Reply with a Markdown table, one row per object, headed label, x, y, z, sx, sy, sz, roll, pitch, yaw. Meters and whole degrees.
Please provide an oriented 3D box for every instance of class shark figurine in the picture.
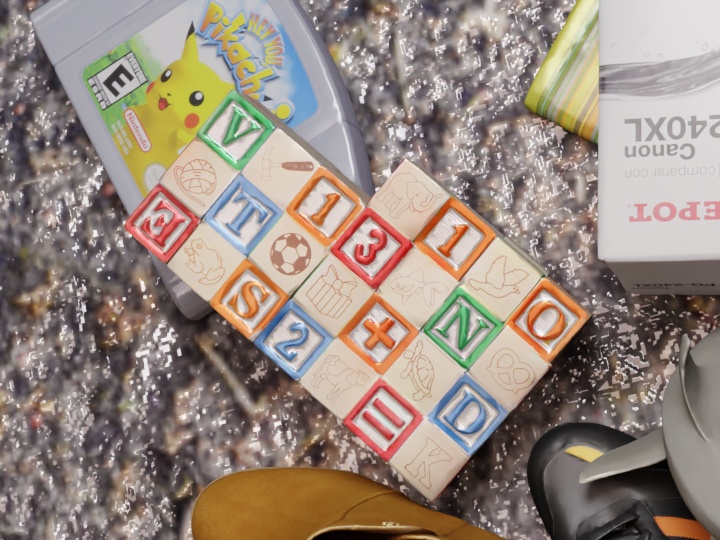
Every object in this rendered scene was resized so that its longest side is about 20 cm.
| label | x | y | z | sx | sy | sz | roll | pitch | yaw |
| --- | --- | --- | --- | --- | --- | --- | --- | --- | --- |
| shark figurine | 0.160 | 0.071 | 0.732 | 0.128 | 0.090 | 0.215 | -19 | 30 | -2 |

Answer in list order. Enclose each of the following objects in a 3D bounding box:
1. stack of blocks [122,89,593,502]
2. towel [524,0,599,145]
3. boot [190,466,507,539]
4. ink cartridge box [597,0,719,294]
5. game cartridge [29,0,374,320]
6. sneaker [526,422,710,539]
| label | x | y | z | sx | sy | sz | roll | pitch | yaw |
| --- | --- | --- | --- | --- | --- | --- | --- | --- | --- |
| stack of blocks | 0.000 | 0.000 | 0.848 | 0.200 | 0.059 | 0.115 | 40 | 96 | 7 |
| towel | 0.183 | -0.073 | 0.855 | 0.200 | 0.018 | 0.086 | 31 | 92 | 20 |
| boot | -0.008 | 0.126 | 0.803 | 0.201 | 0.144 | 0.071 | 12 | 82 | 19 |
| ink cartridge box | 0.185 | -0.094 | 0.803 | 0.145 | 0.083 | 0.201 | -2 | 81 | 17 |
| game cartridge | -0.079 | -0.091 | 0.927 | 0.133 | 0.040 | 0.200 | -31 | 72 | 5 |
| sneaker | 0.142 | 0.145 | 0.782 | 0.070 | 0.090 | 0.200 | -38 | 71 | 6 |
